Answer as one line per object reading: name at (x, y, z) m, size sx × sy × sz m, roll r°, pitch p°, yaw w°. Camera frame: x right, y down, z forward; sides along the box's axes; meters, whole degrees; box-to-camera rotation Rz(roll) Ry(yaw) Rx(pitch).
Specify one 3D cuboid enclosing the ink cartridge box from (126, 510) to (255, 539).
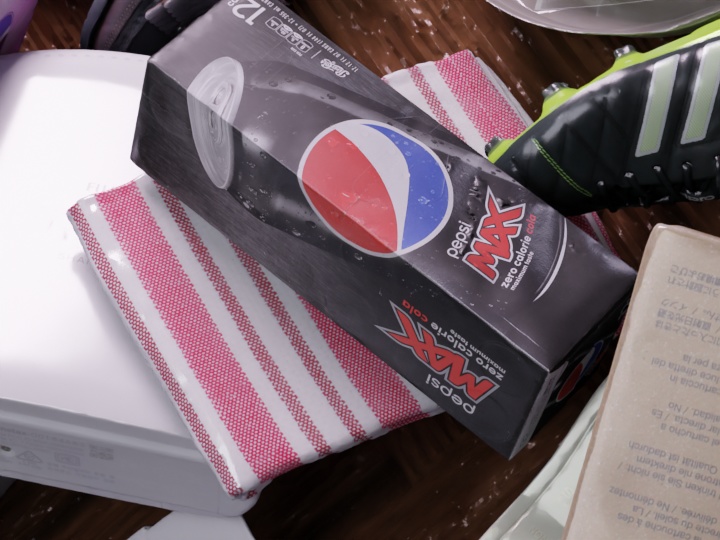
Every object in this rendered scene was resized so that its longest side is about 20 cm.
ink cartridge box at (-0.092, 0.191, 1.171) m, size 0.200 × 0.067 × 0.116 m, roll -38°, pitch 64°, yaw 19°

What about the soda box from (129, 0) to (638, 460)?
soda box at (0.006, -0.021, 1.063) m, size 0.200 × 0.071 × 0.063 m, roll 37°, pitch 56°, yaw 14°

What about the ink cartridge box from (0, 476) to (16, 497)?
ink cartridge box at (-0.222, 0.009, 1.269) m, size 0.145 × 0.083 × 0.200 m, roll -48°, pitch 62°, yaw 14°

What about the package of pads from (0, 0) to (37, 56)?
package of pads at (-0.203, -0.086, 1.170) m, size 0.076 × 0.200 × 0.121 m, roll 26°, pitch 136°, yaw 2°

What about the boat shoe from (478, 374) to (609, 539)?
boat shoe at (0.108, 0.084, 1.075) m, size 0.202 × 0.060 × 0.072 m, roll -45°, pitch 79°, yaw 4°

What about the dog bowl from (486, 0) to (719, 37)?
dog bowl at (0.117, -0.186, 1.124) m, size 0.200 × 0.059 × 0.200 m, roll -6°, pitch 78°, yaw 27°

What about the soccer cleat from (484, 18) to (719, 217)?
soccer cleat at (0.134, -0.053, 1.074) m, size 0.200 × 0.068 × 0.081 m, roll -28°, pitch 74°, yaw 7°

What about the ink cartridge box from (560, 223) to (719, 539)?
ink cartridge box at (0.180, 0.088, 0.996) m, size 0.200 × 0.075 × 0.165 m, roll 17°, pitch 90°, yaw 8°

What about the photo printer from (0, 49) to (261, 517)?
photo printer at (-0.101, -0.005, 1.153) m, size 0.166 × 0.069 × 0.200 m, roll 12°, pitch 56°, yaw 4°

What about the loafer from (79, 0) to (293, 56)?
loafer at (-0.040, -0.147, 1.205) m, size 0.200 × 0.072 × 0.063 m, roll -45°, pitch 67°, yaw 12°

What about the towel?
towel at (0.000, 0.000, 1.109) m, size 0.200 × 0.030 × 0.146 m, roll -22°, pitch 64°, yaw -20°
